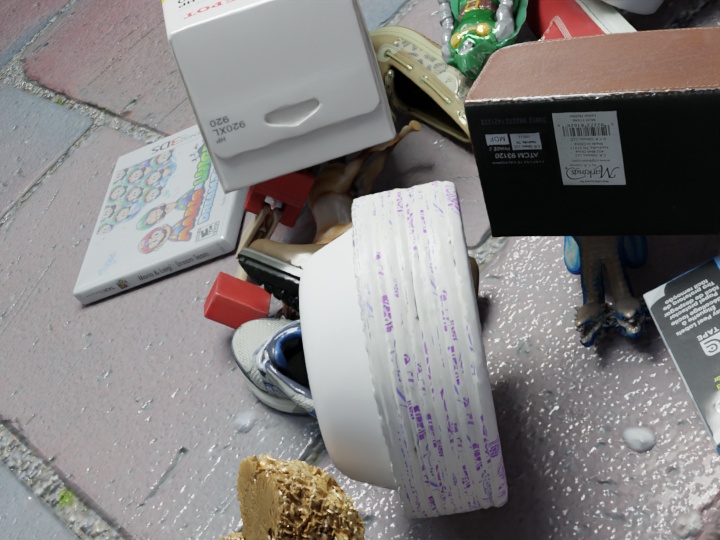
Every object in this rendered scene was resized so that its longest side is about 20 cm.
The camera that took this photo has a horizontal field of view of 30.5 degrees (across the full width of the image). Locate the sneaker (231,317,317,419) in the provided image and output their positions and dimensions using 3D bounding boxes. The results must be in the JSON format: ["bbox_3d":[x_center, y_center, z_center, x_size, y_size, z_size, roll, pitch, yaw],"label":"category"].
[{"bbox_3d":[-0.041,0.065,0.981,0.077,0.085,0.200,-49,38,-14],"label":"sneaker"}]

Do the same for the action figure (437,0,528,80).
[{"bbox_3d":[0.102,-0.223,1.099,0.118,0.055,0.200,-22,36,28],"label":"action figure"}]

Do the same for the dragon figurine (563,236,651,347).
[{"bbox_3d":[0.166,-0.033,0.921,0.059,0.100,0.200,-9,35,14],"label":"dragon figurine"}]

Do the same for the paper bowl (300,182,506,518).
[{"bbox_3d":[0.025,0.052,0.815,0.104,0.201,0.201,-11,41,4],"label":"paper bowl"}]

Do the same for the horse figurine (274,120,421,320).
[{"bbox_3d":[-0.007,-0.054,1.101,0.132,0.050,0.200,-33,41,36],"label":"horse figurine"}]

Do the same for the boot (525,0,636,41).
[{"bbox_3d":[0.141,-0.160,1.054,0.144,0.073,0.200,-24,39,-5],"label":"boot"}]

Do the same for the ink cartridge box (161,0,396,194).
[{"bbox_3d":[-0.072,-0.186,1.075,0.147,0.145,0.200,-19,32,0],"label":"ink cartridge box"}]

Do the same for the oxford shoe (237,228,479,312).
[{"bbox_3d":[0.000,0.000,1.008,0.200,0.073,0.085,13,65,24],"label":"oxford shoe"}]

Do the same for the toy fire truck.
[{"bbox_3d":[-0.082,-0.045,1.139,0.200,0.049,0.141,-92,25,-67],"label":"toy fire truck"}]

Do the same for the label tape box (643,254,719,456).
[{"bbox_3d":[0.263,0.060,0.747,0.143,0.066,0.200,-29,36,12],"label":"label tape box"}]

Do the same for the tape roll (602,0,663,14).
[{"bbox_3d":[0.181,-0.297,1.077,0.071,0.202,0.203,-55,28,29],"label":"tape roll"}]

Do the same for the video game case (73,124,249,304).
[{"bbox_3d":[-0.185,-0.069,1.299,0.182,0.024,0.200,-19,41,25],"label":"video game case"}]

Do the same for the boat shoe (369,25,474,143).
[{"bbox_3d":[0.051,-0.162,1.156,0.063,0.073,0.200,-46,38,-15],"label":"boat shoe"}]

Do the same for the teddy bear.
[{"bbox_3d":[-0.041,0.209,0.792,0.145,0.067,0.200,-5,85,58],"label":"teddy bear"}]

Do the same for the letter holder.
[{"bbox_3d":[0.186,-0.101,0.831,0.200,0.101,0.142,0,36,25],"label":"letter holder"}]
